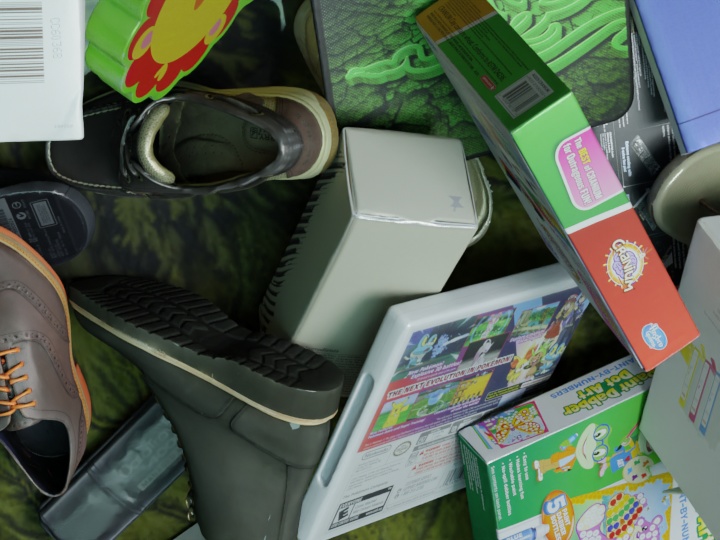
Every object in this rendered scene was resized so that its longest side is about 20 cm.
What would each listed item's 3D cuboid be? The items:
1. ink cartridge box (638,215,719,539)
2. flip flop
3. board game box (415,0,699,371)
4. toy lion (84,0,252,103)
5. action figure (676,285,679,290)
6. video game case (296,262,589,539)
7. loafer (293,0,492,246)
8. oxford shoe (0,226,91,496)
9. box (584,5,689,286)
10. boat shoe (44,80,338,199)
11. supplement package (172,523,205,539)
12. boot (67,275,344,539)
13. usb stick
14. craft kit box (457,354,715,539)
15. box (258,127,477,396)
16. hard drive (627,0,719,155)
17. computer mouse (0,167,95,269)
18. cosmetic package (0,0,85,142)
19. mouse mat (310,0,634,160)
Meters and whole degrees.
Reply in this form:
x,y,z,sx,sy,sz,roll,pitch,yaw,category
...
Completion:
x,y,z,sx,sy,sz,roll,pitch,yaw,category
0.270,0.075,1.189,0.128,0.125,0.201,-8,130,-19,ink cartridge box
0.273,-0.021,1.230,0.200,0.058,0.081,29,106,-23,flip flop
0.115,-0.055,1.114,0.040,0.153,0.200,-33,127,1,board game box
-0.078,-0.186,1.079,0.069,0.200,0.192,34,117,11,toy lion
0.298,0.036,1.318,0.199,0.052,0.066,18,126,-16,action figure
0.057,0.081,1.226,0.200,0.023,0.183,-13,136,-46,video game case
0.023,-0.086,1.200,0.076,0.068,0.200,-33,115,4,loafer
-0.211,0.057,1.187,0.071,0.073,0.201,-15,130,5,oxford shoe
0.218,-0.093,1.247,0.157,0.050,0.201,-13,115,-6,box
-0.112,-0.079,1.131,0.199,0.065,0.074,-5,94,28,boat shoe
-0.086,0.312,1.282,0.147,0.191,0.200,-35,116,4,supplement package
-0.112,0.095,1.196,0.077,0.200,0.139,-17,126,-51,boot
-0.135,0.115,1.276,0.200,0.033,0.055,-44,107,9,usb stick
0.171,0.158,1.307,0.197,0.049,0.201,-25,127,-19,craft kit box
0.000,0.000,1.179,0.082,0.069,0.200,5,144,-19,box
0.227,-0.188,1.174,0.131,0.025,0.201,-20,91,-6,hard drive
-0.271,-0.044,1.164,0.199,0.046,0.141,-17,134,5,computer mouse
-0.195,-0.153,1.056,0.081,0.200,0.113,-2,111,-11,cosmetic package
0.071,-0.139,1.144,0.199,0.008,0.162,-17,123,-12,mouse mat
